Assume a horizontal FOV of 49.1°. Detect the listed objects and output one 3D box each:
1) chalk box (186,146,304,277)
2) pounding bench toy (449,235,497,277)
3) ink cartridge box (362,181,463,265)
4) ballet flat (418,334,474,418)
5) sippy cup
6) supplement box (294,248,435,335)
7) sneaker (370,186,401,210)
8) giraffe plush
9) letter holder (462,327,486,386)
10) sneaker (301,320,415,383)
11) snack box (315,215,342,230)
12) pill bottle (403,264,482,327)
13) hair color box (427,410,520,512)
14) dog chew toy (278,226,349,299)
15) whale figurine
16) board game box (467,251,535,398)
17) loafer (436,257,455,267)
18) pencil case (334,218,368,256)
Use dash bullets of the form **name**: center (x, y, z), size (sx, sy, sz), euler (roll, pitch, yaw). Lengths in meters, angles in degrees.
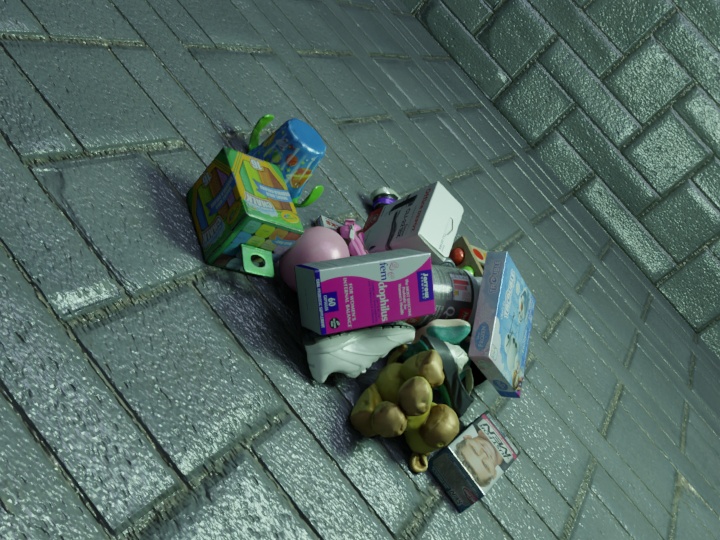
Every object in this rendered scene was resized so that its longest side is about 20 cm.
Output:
- **chalk box**: center (-0.185, -0.079, 1.294), size (0.124, 0.124, 0.201), euler (15, 40, -45)
- **pounding bench toy**: center (0.258, 0.049, 1.752), size (0.155, 0.124, 0.201), euler (18, 39, -43)
- **ink cartridge box**: center (0.088, -0.069, 1.537), size (0.084, 0.199, 0.145), euler (43, 50, -25)
- **ballet flat**: center (0.152, 0.168, 1.332), size (0.073, 0.072, 0.201), euler (-94, 165, -52)
- **sippy cup**: center (-0.140, -0.221, 1.543), size (0.177, 0.130, 0.140), euler (38, 28, -14)
- **supplement box**: center (0.008, 0.030, 1.251), size (0.198, 0.103, 0.102), euler (-10, 98, -22)
- **sneaker**: center (0.107, -0.113, 1.829), size (0.199, 0.070, 0.100), euler (19, 44, -35)
- **giraffe plush**: center (0.088, 0.234, 1.271), size (0.162, 0.172, 0.200), euler (49, -9, -15)
- **letter holder**: center (0.238, 0.175, 1.585), size (0.143, 0.100, 0.200), euler (52, 28, 7)
- **sneaker**: center (-0.002, 0.124, 1.278), size (0.198, 0.088, 0.074), euler (-10, 16, -23)
- **snack box**: center (-0.006, -0.048, 1.616), size (0.199, 0.024, 0.072), euler (23, 37, -38)
- **pill bottle**: center (0.148, 0.050, 1.454), size (0.198, 0.116, 0.116), euler (7, 43, -26)
- **hair color box**: center (0.200, 0.326, 1.369), size (0.100, 0.061, 0.200), euler (52, 28, 11)
- **dog chew toy**: center (-0.058, 0.030, 1.340), size (0.124, 0.124, 0.202), euler (-14, 79, -59)
- **whale figurine**: center (0.143, 0.149, 1.401), size (0.157, 0.200, 0.105), euler (0, 68, -6)
- **board game box**: center (0.259, 0.101, 1.421), size (0.199, 0.043, 0.202), euler (46, 51, -51)
- **loafer**: center (0.156, 0.047, 1.571), size (0.071, 0.202, 0.063), euler (-13, 38, -15)
- **pencil case**: center (0.000, 0.000, 1.434), size (0.090, 0.094, 0.201), euler (2, 40, -29)
